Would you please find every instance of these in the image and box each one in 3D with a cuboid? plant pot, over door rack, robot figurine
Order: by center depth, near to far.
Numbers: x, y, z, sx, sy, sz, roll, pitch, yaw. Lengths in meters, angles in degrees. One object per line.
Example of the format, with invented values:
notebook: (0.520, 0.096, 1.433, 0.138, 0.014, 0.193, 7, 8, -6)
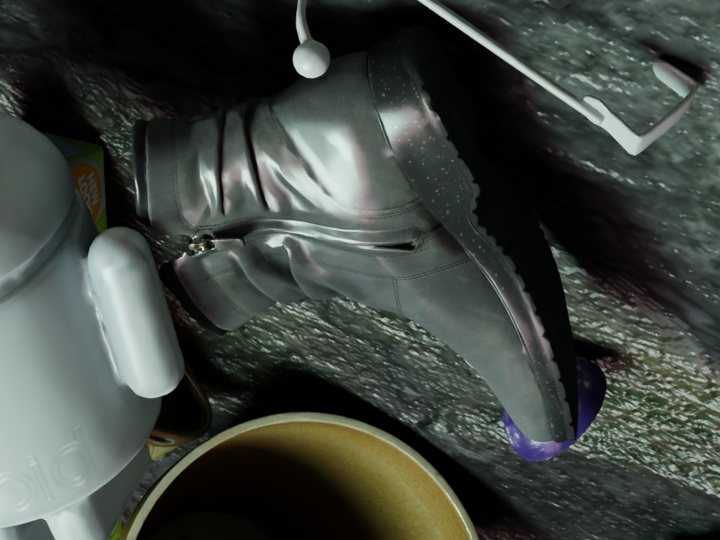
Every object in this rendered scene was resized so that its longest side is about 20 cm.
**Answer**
over door rack: (0.024, -0.113, 0.968, 0.199, 0.067, 0.148, 25, 155, 7)
robot figurine: (-0.148, 0.019, 1.132, 0.169, 0.113, 0.201, -7, 123, 23)
plant pot: (-0.053, 0.169, 1.461, 0.186, 0.187, 0.200, 33, 167, -11)

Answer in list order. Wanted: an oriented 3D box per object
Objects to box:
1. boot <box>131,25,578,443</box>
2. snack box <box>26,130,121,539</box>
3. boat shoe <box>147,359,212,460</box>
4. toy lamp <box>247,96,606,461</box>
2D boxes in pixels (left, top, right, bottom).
boot: (0.000, 0.000, 1.132, 0.131, 0.070, 0.201, -19, 121, 15)
snack box: (-0.167, 0.056, 1.285, 0.053, 0.142, 0.201, 13, 119, 26)
boat shoe: (-0.145, 0.025, 1.394, 0.074, 0.076, 0.200, -9, 143, 42)
toy lamp: (0.018, 0.003, 1.196, 0.200, 0.058, 0.058, 42, 151, -25)
